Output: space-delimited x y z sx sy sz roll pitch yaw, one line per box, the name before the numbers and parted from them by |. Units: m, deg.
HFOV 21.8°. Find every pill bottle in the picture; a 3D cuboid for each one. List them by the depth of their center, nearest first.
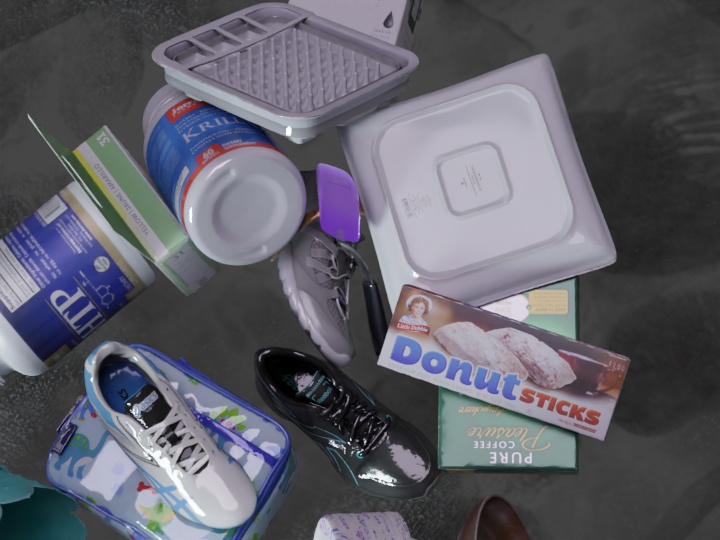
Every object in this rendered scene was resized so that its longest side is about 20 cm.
pill bottle | -0.131 -0.096 1.673 0.112 0.112 0.200 -35 36 -4
pill bottle | -0.297 0.024 1.697 0.200 0.120 0.120 -40 69 -5

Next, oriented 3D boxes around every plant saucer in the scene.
plant saucer | 0.114 0.280 1.495 0.032 0.200 0.201 -13 68 18

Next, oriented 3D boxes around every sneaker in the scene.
sneaker | -0.164 0.140 1.573 0.072 0.073 0.200 -42 72 -11
sneaker | -0.018 0.132 1.632 0.200 0.079 0.076 32 78 17
sneaker | -0.032 -0.010 1.687 0.082 0.075 0.201 -19 68 4

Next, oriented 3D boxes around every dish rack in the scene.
dish rack | -0.066 -0.172 1.647 0.199 0.044 0.171 25 38 35

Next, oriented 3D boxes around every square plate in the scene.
square plate | 0.097 -0.071 1.603 0.197 0.028 0.201 -18 73 2

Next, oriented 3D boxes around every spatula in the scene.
spatula | 0.000 0.000 1.634 0.021 0.201 0.056 -36 34 -28

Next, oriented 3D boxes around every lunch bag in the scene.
lunch bag | -0.164 0.166 1.645 0.199 0.083 0.161 30 75 17

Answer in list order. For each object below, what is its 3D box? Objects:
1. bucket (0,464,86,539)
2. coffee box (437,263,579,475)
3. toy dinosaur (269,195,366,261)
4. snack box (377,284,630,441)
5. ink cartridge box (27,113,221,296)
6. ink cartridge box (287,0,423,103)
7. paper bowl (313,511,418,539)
bucket | -0.343 0.252 1.584 0.134 0.207 0.208 19 74 21
coffee box | 0.128 0.075 1.602 0.122 0.044 0.201 -1 78 7
toy dinosaur | 0.020 -0.065 1.646 0.199 0.060 0.107 2 64 5
snack box | 0.119 0.076 1.557 0.199 0.024 0.072 18 94 7
ink cartridge box | -0.208 -0.067 1.671 0.048 0.200 0.146 -38 68 -2
ink cartridge box | -0.001 -0.270 1.780 0.115 0.067 0.201 9 73 14
paper bowl | 0.022 0.295 1.502 0.104 0.201 0.202 -1 69 -11
